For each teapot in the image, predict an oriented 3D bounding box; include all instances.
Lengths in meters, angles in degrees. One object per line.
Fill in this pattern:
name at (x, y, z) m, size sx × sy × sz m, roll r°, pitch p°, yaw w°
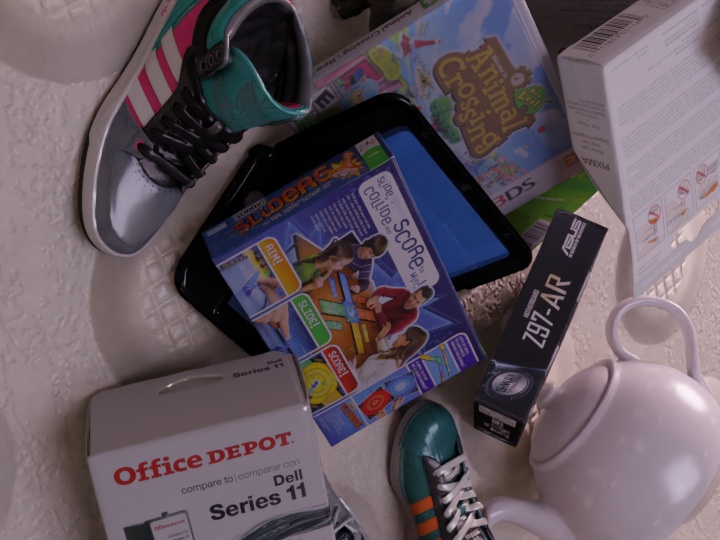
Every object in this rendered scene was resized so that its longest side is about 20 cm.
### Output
teapot at (0.223, 0.149, 1.067) m, size 0.146 × 0.198 × 0.200 m, roll 39°, pitch 36°, yaw -4°

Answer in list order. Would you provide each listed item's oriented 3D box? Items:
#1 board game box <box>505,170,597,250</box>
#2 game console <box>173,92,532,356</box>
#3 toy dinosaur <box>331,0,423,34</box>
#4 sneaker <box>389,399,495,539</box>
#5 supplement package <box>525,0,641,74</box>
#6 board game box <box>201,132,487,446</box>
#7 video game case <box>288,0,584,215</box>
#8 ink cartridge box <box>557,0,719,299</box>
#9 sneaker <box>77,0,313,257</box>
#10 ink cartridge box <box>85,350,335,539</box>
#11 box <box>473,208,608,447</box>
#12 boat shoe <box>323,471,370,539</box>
board game box at (0.173, -0.092, 0.958) m, size 0.095 × 0.030 × 0.200 m, roll 16°, pitch 132°, yaw -44°
game console at (0.000, 0.000, 0.835) m, size 0.200 × 0.116 × 0.177 m, roll 45°, pitch 69°, yaw -38°
toy dinosaur at (0.022, -0.222, 0.815) m, size 0.077 × 0.102 × 0.202 m, roll 25°, pitch 82°, yaw -43°
sneaker at (0.078, 0.207, 0.986) m, size 0.071 × 0.079 × 0.203 m, roll -22°, pitch 114°, yaw -38°
supplement package at (0.239, -0.231, 0.983) m, size 0.200 × 0.151 × 0.152 m, roll 38°, pitch 75°, yaw -42°
board game box at (-0.005, 0.020, 0.812) m, size 0.134 × 0.035 × 0.201 m, roll -29°, pitch 130°, yaw -1°
video game case at (0.060, -0.102, 0.855) m, size 0.181 × 0.022 × 0.201 m, roll -30°, pitch 133°, yaw 7°
ink cartridge box at (0.228, -0.104, 0.885) m, size 0.159 × 0.047 × 0.202 m, roll -36°, pitch 129°, yaw -26°
sneaker at (-0.092, -0.094, 0.725) m, size 0.083 × 0.120 × 0.202 m, roll 28°, pitch 81°, yaw -43°
ink cartridge box at (-0.090, 0.171, 0.779) m, size 0.145 × 0.083 × 0.203 m, roll -13°, pitch 111°, yaw -7°
box at (0.143, 0.054, 0.962) m, size 0.200 × 0.043 × 0.162 m, roll 66°, pitch 48°, yaw -76°
boat shoe at (-0.026, 0.198, 0.892) m, size 0.070 × 0.071 × 0.202 m, roll -47°, pitch 128°, yaw -25°
